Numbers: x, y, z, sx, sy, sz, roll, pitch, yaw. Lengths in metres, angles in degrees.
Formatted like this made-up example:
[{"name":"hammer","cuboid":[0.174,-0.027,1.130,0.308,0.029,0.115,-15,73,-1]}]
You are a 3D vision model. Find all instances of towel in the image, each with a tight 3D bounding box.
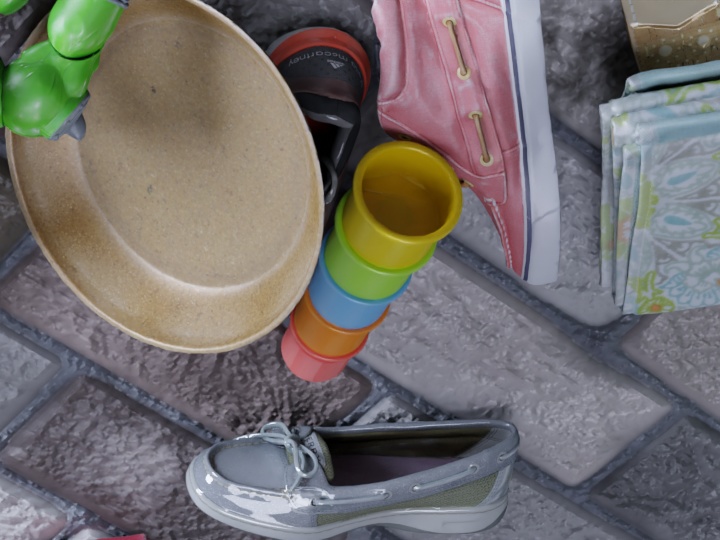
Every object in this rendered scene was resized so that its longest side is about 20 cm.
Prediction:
[{"name":"towel","cuboid":[0.227,-0.052,1.314,0.199,0.048,0.172,-8,143,-3]}]

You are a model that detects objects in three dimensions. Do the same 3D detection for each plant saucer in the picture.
[{"name":"plant saucer","cuboid":[-0.096,-0.056,1.251,0.199,0.035,0.201,13,116,27]}]

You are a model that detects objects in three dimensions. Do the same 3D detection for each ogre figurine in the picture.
[{"name":"ogre figurine","cuboid":[-0.203,-0.124,1.188,0.199,0.098,0.121,-2,96,-22]}]

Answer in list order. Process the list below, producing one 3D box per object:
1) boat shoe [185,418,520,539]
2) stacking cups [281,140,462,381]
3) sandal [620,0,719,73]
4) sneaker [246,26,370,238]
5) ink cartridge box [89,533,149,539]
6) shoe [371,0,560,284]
[{"name":"boat shoe","cuboid":[-0.004,0.117,1.437,0.201,0.075,0.065,4,124,-14]},{"name":"stacking cups","cuboid":[0.000,0.000,1.314,0.060,0.061,0.200,8,154,-12]},{"name":"sandal","cuboid":[0.147,-0.157,1.218,0.077,0.070,0.212,-20,129,11]},{"name":"sneaker","cuboid":[-0.053,-0.035,1.294,0.077,0.082,0.201,12,128,-15]},{"name":"ink cartridge box","cuboid":[-0.161,0.286,1.476,0.083,0.201,0.146,-5,130,-1]},{"name":"shoe","cuboid":[0.056,-0.076,1.282,0.090,0.072,0.201,-7,126,3]}]
